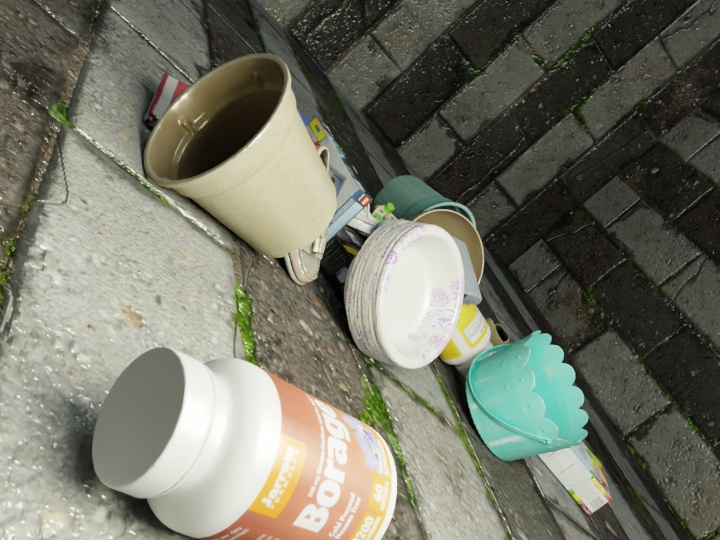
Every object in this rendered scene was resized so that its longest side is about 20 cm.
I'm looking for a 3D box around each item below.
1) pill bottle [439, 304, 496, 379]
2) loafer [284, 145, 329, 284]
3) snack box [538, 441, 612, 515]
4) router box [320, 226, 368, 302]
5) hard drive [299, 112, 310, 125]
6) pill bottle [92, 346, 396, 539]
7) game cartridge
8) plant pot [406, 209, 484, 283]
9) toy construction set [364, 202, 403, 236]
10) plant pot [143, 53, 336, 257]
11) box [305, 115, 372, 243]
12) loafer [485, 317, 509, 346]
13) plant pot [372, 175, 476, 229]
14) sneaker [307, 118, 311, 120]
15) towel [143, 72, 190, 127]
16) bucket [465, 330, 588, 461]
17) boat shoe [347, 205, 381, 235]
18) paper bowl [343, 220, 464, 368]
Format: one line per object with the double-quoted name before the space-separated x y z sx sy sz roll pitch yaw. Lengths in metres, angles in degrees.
"pill bottle" 0.171 0.101 1.317 0.201 0.110 0.112 55 11 -19
"loafer" -0.071 -0.083 0.989 0.072 0.062 0.203 33 48 -59
"snack box" 0.433 0.386 1.513 0.200 0.068 0.169 48 14 0
"router box" 0.000 0.000 1.180 0.158 0.052 0.199 55 15 23
"hard drive" -0.119 -0.256 1.271 0.133 0.025 0.199 57 16 27
"pill bottle" -0.071 0.128 0.482 0.199 0.112 0.113 37 18 -42
"game cartridge" 0.114 -0.018 1.214 0.198 0.041 0.135 14 46 -32
"plant pot" 0.125 -0.023 1.415 0.200 0.201 0.134 43 -10 -23
"toy construction set" -0.007 -0.140 1.451 0.200 0.093 0.130 47 36 21
"plant pot" -0.126 -0.121 0.868 0.184 0.199 0.201 52 8 -43
"box" -0.075 -0.132 1.114 0.038 0.136 0.201 32 22 -45
"loafer" 0.341 0.179 1.767 0.199 0.067 0.076 36 19 -46
"plant pot" 0.133 -0.111 1.649 0.200 0.200 0.197 38 10 -40
"sneaker" -0.087 -0.264 1.592 0.200 0.078 0.089 49 3 -41
"towel" -0.195 -0.194 0.998 0.198 0.023 0.145 29 31 -23
"bucket" 0.280 0.217 1.218 0.207 0.134 0.209 38 37 -36
"boat shoe" -0.025 -0.126 1.235 0.200 0.087 0.075 27 2 -4
"paper bowl" 0.054 0.031 1.021 0.103 0.203 0.200 11 -15 40
